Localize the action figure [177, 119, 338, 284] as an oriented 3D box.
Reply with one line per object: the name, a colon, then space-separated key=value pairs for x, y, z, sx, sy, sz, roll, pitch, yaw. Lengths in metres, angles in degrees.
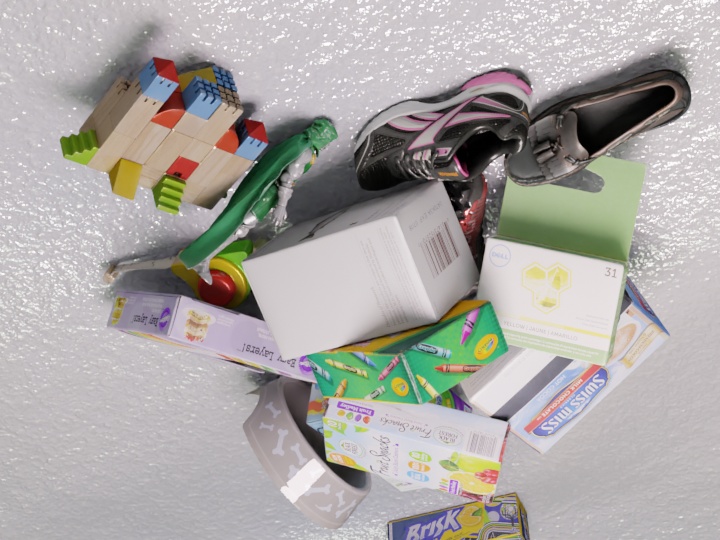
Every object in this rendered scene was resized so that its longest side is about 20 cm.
action figure: x=-0.098 y=-0.075 z=1.406 sx=0.055 sy=0.118 sz=0.200 roll=43 pitch=92 yaw=-16

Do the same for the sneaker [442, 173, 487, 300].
sneaker: x=0.103 y=-0.031 z=1.510 sx=0.097 sy=0.071 sz=0.202 roll=-3 pitch=132 yaw=-28

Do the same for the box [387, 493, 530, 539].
box: x=0.140 y=0.382 z=2.002 sx=0.198 sy=0.071 sz=0.065 roll=-16 pitch=136 yaw=15

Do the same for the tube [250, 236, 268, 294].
tube: x=-0.061 y=0.034 z=1.596 sx=0.199 sy=0.052 sz=0.058 roll=35 pitch=86 yaw=-25

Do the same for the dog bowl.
dog bowl: x=-0.061 y=0.214 z=1.701 sx=0.058 sy=0.201 sz=0.200 roll=-39 pitch=131 yaw=13

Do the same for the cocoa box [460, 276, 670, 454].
cocoa box: x=0.209 y=0.071 z=1.535 sx=0.131 sy=0.134 sz=0.200 roll=36 pitch=107 yaw=-31

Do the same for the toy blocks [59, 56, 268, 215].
toy blocks: x=-0.170 y=-0.140 z=1.354 sx=0.199 sy=0.101 sz=0.137 roll=19 pitch=128 yaw=-40

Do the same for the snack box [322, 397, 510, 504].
snack box: x=0.060 y=0.191 z=1.550 sx=0.197 sy=0.054 sz=0.143 roll=14 pitch=153 yaw=8

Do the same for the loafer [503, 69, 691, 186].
loafer: x=0.225 y=-0.142 z=1.369 sx=0.198 sy=0.073 sz=0.063 roll=-26 pitch=178 yaw=17

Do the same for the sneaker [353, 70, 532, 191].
sneaker: x=0.078 y=-0.122 z=1.382 sx=0.198 sy=0.087 sz=0.080 roll=-26 pitch=133 yaw=26

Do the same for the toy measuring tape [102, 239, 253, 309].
toy measuring tape: x=-0.185 y=0.013 z=1.544 sx=0.197 sy=0.074 sz=0.074 roll=-9 pitch=141 yaw=19

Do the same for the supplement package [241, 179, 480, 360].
supplement package: x=0.000 y=0.000 z=1.441 sx=0.198 sy=0.117 sz=0.119 roll=-16 pitch=104 yaw=33

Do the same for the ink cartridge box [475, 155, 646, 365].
ink cartridge box: x=0.199 y=-0.020 z=1.414 sx=0.144 sy=0.048 sz=0.203 roll=12 pitch=100 yaw=16

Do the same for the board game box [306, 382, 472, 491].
board game box: x=0.039 y=0.176 z=1.712 sx=0.104 sy=0.104 sz=0.200 roll=-15 pitch=140 yaw=33

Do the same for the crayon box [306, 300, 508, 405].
crayon box: x=0.044 y=0.082 z=1.430 sx=0.118 sy=0.059 sz=0.199 roll=-28 pitch=-168 yaw=-29

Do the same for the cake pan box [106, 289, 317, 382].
cake pan box: x=-0.157 y=0.071 z=1.551 sx=0.198 sy=0.053 sz=0.183 roll=20 pitch=173 yaw=-32
